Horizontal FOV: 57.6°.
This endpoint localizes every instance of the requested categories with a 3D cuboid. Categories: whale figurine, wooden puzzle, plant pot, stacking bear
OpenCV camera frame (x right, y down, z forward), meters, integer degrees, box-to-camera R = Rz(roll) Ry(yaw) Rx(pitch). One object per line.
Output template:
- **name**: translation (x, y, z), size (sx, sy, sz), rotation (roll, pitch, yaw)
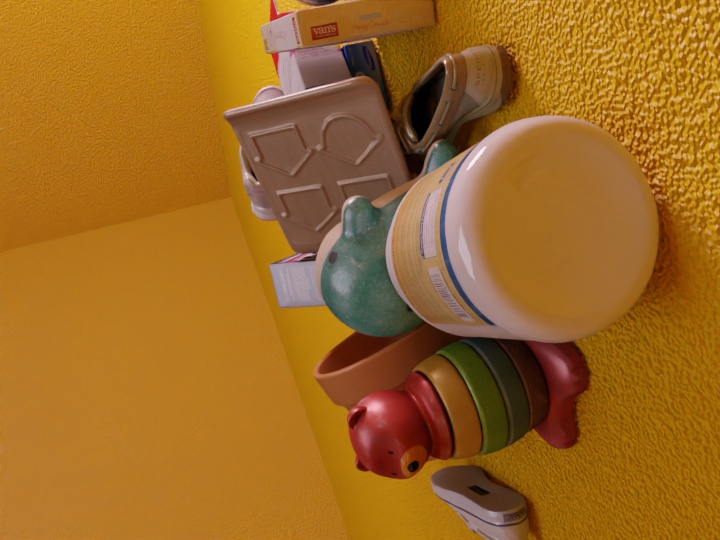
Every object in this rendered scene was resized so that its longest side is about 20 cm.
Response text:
- **whale figurine**: translation (0.049, -0.022, 0.626), size (0.159, 0.200, 0.104), rotation (32, -168, -40)
- **wooden puzzle**: translation (-0.029, -0.107, 0.706), size (0.200, 0.185, 0.046), rotation (63, -141, -32)
- **plant pot**: translation (0.066, 0.120, 0.744), size (0.140, 0.200, 0.200), rotation (58, 167, -5)
- **stacking bear**: translation (0.085, 0.126, 0.597), size (0.114, 0.200, 0.122), rotation (-127, 25, -49)

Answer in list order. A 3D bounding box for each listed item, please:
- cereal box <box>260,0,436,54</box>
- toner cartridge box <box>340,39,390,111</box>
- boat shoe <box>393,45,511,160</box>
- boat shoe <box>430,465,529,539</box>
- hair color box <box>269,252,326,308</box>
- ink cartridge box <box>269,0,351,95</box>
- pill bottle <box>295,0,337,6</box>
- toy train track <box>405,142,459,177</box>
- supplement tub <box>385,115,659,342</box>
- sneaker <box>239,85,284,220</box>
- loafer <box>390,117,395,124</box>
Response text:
- **cereal box**: translation (-0.022, -0.270, 0.720), size (0.200, 0.144, 0.040), rotation (-136, 34, -65)
- **toner cartridge box**: translation (-0.015, -0.244, 0.928), size (0.200, 0.043, 0.095), rotation (-179, 73, -76)
- **boat shoe**: translation (0.066, -0.154, 0.620), size (0.201, 0.063, 0.073), rotation (168, 96, -70)
- **boat shoe**: translation (0.150, 0.303, 0.830), size (0.200, 0.071, 0.070), rotation (173, 84, -69)
- **hair color box**: translation (0.000, 0.000, 0.795), size (0.200, 0.099, 0.061), rotation (-4, 104, 32)
- **ink cartridge box**: translation (-0.066, -0.263, 0.875), size (0.116, 0.067, 0.200), rotation (114, 140, -67)
- **pill bottle**: translation (-0.029, -0.361, 0.709), size (0.200, 0.116, 0.117), rotation (-147, 43, -68)
- **toy train track**: translation (0.060, -0.121, 0.752), size (0.200, 0.032, 0.115), rotation (5, 97, 63)
- **supplement tub**: translation (0.103, -0.021, 0.494), size (0.200, 0.144, 0.145), rotation (165, 90, -76)
- **sneaker**: translation (-0.123, -0.175, 0.906), size (0.088, 0.081, 0.200), rotation (74, -168, -70)
- **loafer**: translation (-0.019, -0.142, 0.793), size (0.200, 0.071, 0.073), rotation (5, 148, 50)
